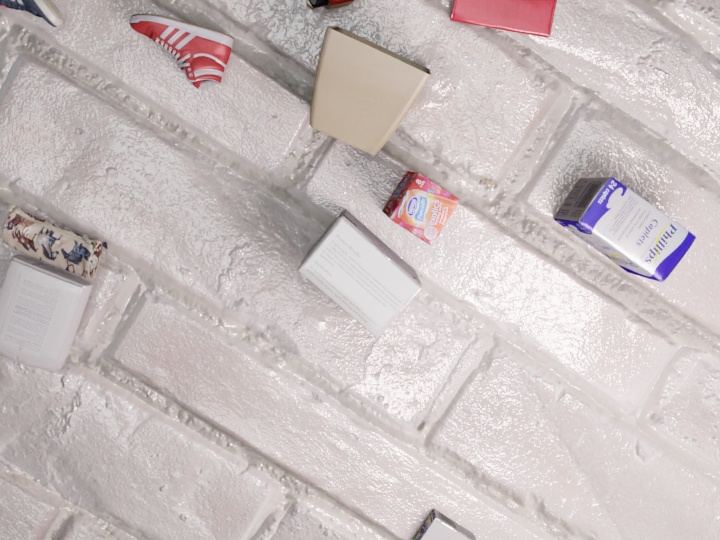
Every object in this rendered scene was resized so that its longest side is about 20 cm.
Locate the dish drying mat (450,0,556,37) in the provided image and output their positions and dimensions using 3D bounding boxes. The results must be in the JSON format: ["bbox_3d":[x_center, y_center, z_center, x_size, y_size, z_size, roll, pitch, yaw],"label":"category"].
[{"bbox_3d":[0.277,-0.507,1.535,0.198,0.018,0.077,9,98,-2],"label":"dish drying mat"}]

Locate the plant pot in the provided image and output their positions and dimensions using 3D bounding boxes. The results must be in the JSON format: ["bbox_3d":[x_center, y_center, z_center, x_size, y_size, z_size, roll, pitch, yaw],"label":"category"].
[{"bbox_3d":[0.004,-0.331,1.476,0.199,0.200,0.178,25,107,-4],"label":"plant pot"}]

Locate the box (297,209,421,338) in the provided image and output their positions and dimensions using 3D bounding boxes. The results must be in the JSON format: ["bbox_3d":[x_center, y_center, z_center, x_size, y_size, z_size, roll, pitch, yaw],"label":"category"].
[{"bbox_3d":[0.000,0.000,1.505,0.199,0.200,0.131,41,97,-5],"label":"box"}]

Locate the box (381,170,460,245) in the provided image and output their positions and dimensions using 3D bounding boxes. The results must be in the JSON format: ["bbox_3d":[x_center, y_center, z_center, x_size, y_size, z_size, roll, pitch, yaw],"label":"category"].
[{"bbox_3d":[0.110,-0.122,1.490,0.095,0.200,0.100,32,96,-6],"label":"box"}]

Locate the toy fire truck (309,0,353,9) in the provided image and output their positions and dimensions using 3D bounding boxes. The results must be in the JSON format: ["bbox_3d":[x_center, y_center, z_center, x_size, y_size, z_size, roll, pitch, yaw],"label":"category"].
[{"bbox_3d":[-0.049,-0.580,1.414,0.128,0.200,0.177,-19,98,-23],"label":"toy fire truck"}]

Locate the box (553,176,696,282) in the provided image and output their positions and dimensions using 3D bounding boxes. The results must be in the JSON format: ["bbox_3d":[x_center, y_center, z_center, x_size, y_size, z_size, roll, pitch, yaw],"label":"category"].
[{"bbox_3d":[0.496,-0.081,1.506,0.199,0.184,0.105,34,95,-4],"label":"box"}]

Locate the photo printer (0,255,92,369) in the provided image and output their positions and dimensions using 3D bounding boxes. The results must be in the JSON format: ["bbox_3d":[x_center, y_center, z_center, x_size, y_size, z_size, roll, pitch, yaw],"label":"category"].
[{"bbox_3d":[-0.644,0.091,1.577,0.165,0.069,0.201,21,97,-3],"label":"photo printer"}]

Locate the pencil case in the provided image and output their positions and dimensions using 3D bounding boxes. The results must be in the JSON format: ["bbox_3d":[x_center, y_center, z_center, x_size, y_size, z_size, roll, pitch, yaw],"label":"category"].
[{"bbox_3d":[-0.605,-0.058,1.553,0.199,0.078,0.090,23,117,-3],"label":"pencil case"}]

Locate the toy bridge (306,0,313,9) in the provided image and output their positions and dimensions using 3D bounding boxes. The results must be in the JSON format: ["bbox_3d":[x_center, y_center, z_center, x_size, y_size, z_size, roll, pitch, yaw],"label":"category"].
[{"bbox_3d":[-0.147,-0.586,1.516,0.199,0.027,0.067,35,94,-6],"label":"toy bridge"}]

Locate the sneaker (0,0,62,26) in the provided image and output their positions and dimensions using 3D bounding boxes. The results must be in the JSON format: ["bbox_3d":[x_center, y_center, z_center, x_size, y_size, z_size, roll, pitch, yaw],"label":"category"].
[{"bbox_3d":[-0.657,-0.516,1.501,0.200,0.075,0.085,42,94,5],"label":"sneaker"}]

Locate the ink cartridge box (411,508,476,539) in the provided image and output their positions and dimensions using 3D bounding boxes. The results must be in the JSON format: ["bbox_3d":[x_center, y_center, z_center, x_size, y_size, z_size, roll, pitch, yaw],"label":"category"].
[{"bbox_3d":[0.145,0.615,1.659,0.109,0.050,0.201,33,97,-5],"label":"ink cartridge box"}]

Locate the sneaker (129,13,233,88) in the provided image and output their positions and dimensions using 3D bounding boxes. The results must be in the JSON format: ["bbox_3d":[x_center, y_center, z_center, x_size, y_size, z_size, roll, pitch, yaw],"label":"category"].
[{"bbox_3d":[-0.352,-0.417,1.515,0.198,0.071,0.113,13,94,-4],"label":"sneaker"}]
